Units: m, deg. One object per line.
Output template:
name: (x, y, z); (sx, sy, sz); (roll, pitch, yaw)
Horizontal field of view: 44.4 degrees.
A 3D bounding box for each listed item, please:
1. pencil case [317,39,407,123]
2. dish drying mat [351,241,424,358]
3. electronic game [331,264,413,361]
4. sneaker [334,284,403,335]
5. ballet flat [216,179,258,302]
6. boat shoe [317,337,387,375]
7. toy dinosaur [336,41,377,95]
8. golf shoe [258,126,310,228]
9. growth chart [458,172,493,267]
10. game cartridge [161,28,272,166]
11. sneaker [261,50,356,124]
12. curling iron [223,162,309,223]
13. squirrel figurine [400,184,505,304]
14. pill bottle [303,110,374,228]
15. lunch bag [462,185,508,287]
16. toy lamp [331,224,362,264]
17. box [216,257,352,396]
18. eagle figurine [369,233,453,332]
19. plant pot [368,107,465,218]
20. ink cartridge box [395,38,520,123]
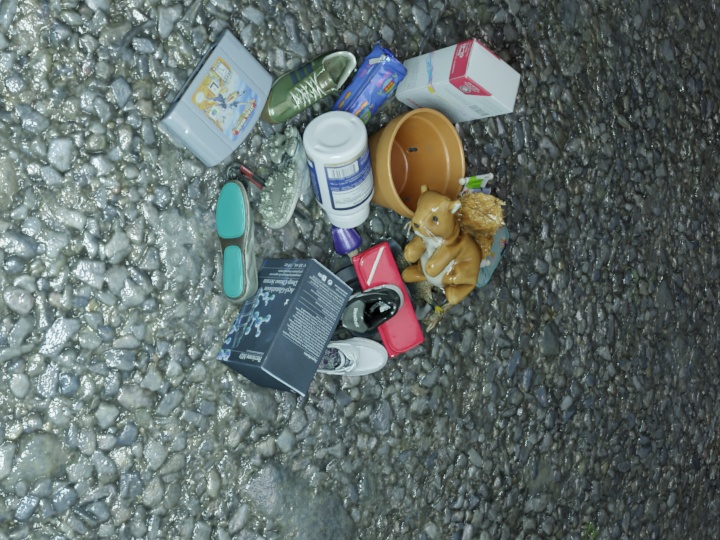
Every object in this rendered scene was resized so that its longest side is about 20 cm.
pencil case: (0.001, -0.313, 1.586); (0.201, 0.078, 0.087); (-51, 165, -1)
dish drying mat: (0.051, 0.054, 1.604); (0.076, 0.018, 0.203); (-25, 104, -13)
electronic game: (0.005, 0.086, 1.632); (0.196, 0.042, 0.205); (-3, 102, -15)
sneaker: (-0.018, 0.077, 1.544); (0.196, 0.091, 0.068); (-16, 101, 2)
ballet flat: (-0.205, -0.049, 1.484); (0.063, 0.066, 0.205); (-9, 99, -67)
boat shoe: (-0.039, 0.155, 1.574); (0.196, 0.068, 0.073); (12, 98, -19)
toy dinosaur: (0.000, -0.349, 1.651); (0.087, 0.047, 0.204); (25, 78, -44)
golf shoe: (-0.115, -0.147, 1.513); (0.097, 0.077, 0.203); (44, 44, -45)
growth chart: (0.225, -0.093, 1.720); (0.144, 0.017, 0.204); (-23, 119, -50)
game cartridge: (-0.229, -0.281, 1.464); (0.133, 0.041, 0.202); (40, 66, -29)
sneaker: (-0.085, -0.329, 1.548); (0.200, 0.089, 0.068); (-45, 118, -30)
curling iron: (-0.162, -0.129, 1.534); (0.199, 0.025, 0.050); (28, 94, -42)
squirrel figurine: (0.162, -0.074, 1.576); (0.198, 0.141, 0.189); (-33, 129, -21)
pill bottle: (-0.033, -0.169, 1.538); (0.112, 0.110, 0.202); (-51, 153, -26)
lunch bag: (0.227, -0.069, 1.811); (0.162, 0.076, 0.201); (-58, 134, -28)
toy lamp: (0.000, 0.000, 1.653); (0.058, 0.058, 0.203); (-39, 115, -32)
box: (-0.128, 0.091, 1.487); (0.107, 0.147, 0.203); (36, 68, -34)
eagle figurine: (0.116, 0.001, 1.726); (0.201, 0.151, 0.152); (50, 13, 4)
plant pot: (0.081, -0.195, 1.660); (0.197, 0.139, 0.205); (-1, 91, -40)
ink cartridge box: (0.187, -0.359, 1.706); (0.146, 0.198, 0.087); (25, 75, -37)
